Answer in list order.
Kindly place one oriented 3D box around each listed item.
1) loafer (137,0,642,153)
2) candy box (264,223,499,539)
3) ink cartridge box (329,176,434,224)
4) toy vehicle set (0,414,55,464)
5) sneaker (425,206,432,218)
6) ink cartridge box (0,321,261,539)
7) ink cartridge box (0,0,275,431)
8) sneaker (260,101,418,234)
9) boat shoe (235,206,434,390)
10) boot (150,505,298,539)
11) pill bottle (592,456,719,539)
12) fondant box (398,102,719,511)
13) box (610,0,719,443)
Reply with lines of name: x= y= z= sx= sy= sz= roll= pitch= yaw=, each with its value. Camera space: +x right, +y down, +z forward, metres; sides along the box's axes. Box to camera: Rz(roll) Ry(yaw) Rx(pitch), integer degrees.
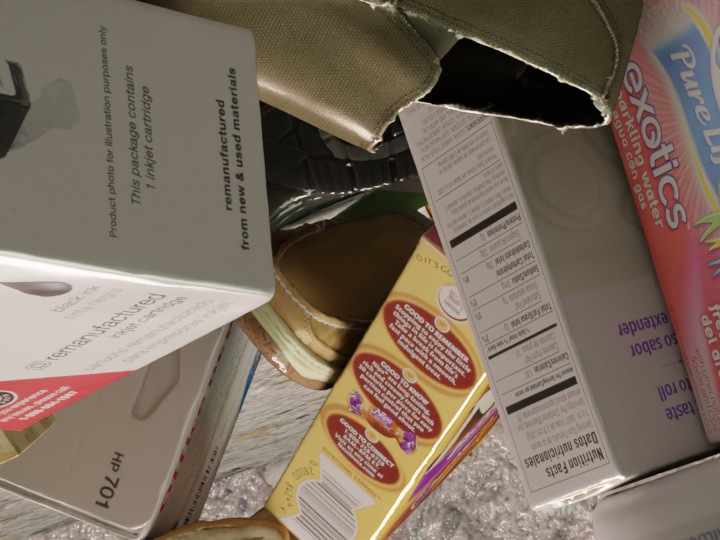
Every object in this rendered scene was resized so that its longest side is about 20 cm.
loafer: x=-0.002 y=-0.075 z=0.588 sx=0.198 sy=0.070 sz=0.075 roll=-1 pitch=167 yaw=-14
candy box: x=0.040 y=0.034 z=0.824 sx=0.117 sy=0.056 sz=0.201 roll=-41 pitch=165 yaw=-41
ink cartridge box: x=0.089 y=-0.069 z=0.877 sx=0.144 sy=0.048 sz=0.200 roll=2 pitch=163 yaw=-34
toy vehicle set: x=-0.222 y=0.043 z=0.768 sx=0.199 sy=0.125 sz=0.027 roll=-25 pitch=-168 yaw=36
sneaker: x=0.110 y=-0.055 z=0.991 sx=0.199 sy=0.078 sz=0.073 roll=-23 pitch=171 yaw=41
ink cartridge box: x=-0.104 y=0.052 z=0.950 sx=0.085 sy=0.148 sz=0.200 roll=20 pitch=172 yaw=6
ink cartridge box: x=-0.144 y=-0.021 z=0.521 sx=0.199 sy=0.085 sz=0.144 roll=10 pitch=155 yaw=-38
sneaker: x=-0.038 y=-0.044 z=0.795 sx=0.198 sy=0.077 sz=0.091 roll=-16 pitch=-178 yaw=13
boat shoe: x=0.000 y=0.000 z=0.857 sx=0.076 sy=0.072 sz=0.200 roll=-36 pitch=175 yaw=13
boot: x=-0.052 y=0.147 z=0.953 sx=0.174 sy=0.066 sz=0.200 roll=-29 pitch=171 yaw=-14
pill bottle: x=0.159 y=0.156 z=0.652 sx=0.111 sy=0.202 sz=0.112 roll=-18 pitch=171 yaw=-3
fondant box: x=0.097 y=-0.030 z=0.707 sx=0.143 sy=0.202 sz=0.058 roll=-12 pitch=170 yaw=-34
box: x=0.148 y=-0.056 z=0.644 sx=0.102 sy=0.202 sz=0.095 roll=-11 pitch=171 yaw=-28
